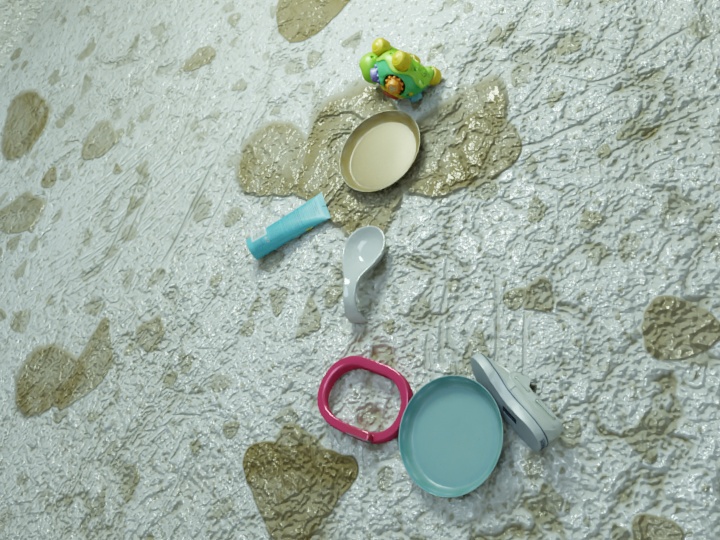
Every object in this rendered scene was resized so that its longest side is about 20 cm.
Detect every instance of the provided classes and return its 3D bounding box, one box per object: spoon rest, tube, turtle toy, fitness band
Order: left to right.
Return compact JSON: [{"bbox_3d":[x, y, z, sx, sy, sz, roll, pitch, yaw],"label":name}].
[{"bbox_3d":[-0.160,-0.096,1.682,0.198,0.050,0.078,-30,58,9],"label":"tube"},{"bbox_3d":[0.000,0.000,1.522,0.098,0.061,0.204,-5,65,29],"label":"spoon rest"},{"bbox_3d":[0.008,0.239,1.413,0.197,0.037,0.146,16,73,35],"label":"fitness band"},{"bbox_3d":[0.074,-0.436,1.663,0.200,0.144,0.102,43,112,39],"label":"turtle toy"}]

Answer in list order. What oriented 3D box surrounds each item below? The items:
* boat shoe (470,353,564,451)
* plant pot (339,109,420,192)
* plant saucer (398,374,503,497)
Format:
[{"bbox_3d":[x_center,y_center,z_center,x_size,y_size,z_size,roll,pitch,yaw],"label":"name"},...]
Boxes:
[{"bbox_3d":[0.260,0.206,1.261,0.069,0.072,0.200,-25,46,-16],"label":"boat shoe"},{"bbox_3d":[0.045,-0.254,1.646,0.197,0.027,0.204,-15,59,26],"label":"plant pot"},{"bbox_3d":[0.155,0.281,1.293,0.197,0.027,0.204,-13,65,30],"label":"plant saucer"}]
